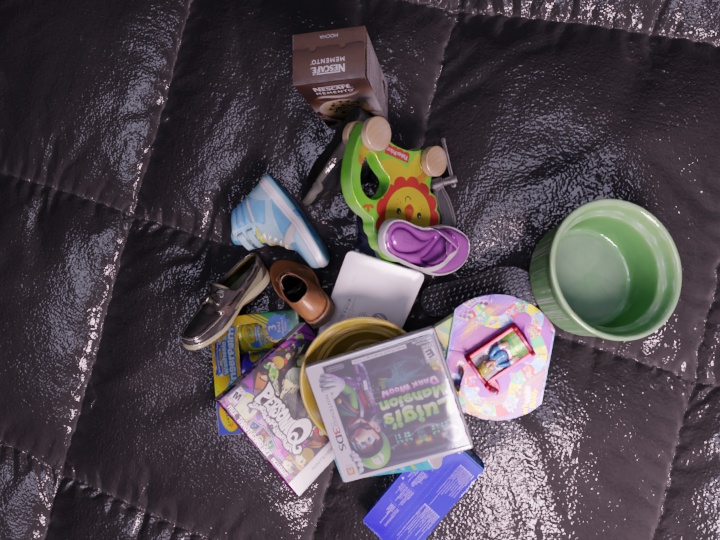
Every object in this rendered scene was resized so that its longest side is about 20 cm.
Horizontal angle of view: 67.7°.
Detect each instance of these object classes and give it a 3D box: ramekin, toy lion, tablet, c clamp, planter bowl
[{"bbox_3d":[0.350,0.004,0.790,0.198,0.098,0.202,1,81,-8],"label":"ramekin"},{"bbox_3d":[0.051,-0.113,0.831,0.068,0.199,0.193,8,84,51],"label":"toy lion"},{"bbox_3d":[0.010,0.072,0.871,0.129,0.014,0.201,17,116,-7],"label":"tablet"},{"bbox_3d":[0.079,-0.110,0.922,0.199,0.027,0.172,-20,88,9],"label":"c clamp"},{"bbox_3d":[0.011,0.164,0.830,0.199,0.083,0.202,1,96,7],"label":"planter bowl"}]

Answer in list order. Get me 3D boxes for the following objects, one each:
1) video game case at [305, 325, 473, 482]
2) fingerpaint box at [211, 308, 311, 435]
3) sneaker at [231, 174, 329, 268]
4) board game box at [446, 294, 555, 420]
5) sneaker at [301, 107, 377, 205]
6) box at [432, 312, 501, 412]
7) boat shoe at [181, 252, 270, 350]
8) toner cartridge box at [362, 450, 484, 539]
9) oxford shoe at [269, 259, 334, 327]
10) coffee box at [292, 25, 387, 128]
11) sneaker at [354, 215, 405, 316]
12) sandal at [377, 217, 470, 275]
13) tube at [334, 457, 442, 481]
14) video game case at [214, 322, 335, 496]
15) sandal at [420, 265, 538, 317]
[{"bbox_3d":[0.040,0.195,0.776,0.199,0.023,0.183,-18,93,9],"label":"video game case"},{"bbox_3d":[-0.165,0.173,0.930,0.166,0.073,0.202,-7,85,12],"label":"fingerpaint box"},{"bbox_3d":[-0.149,-0.056,0.940,0.130,0.080,0.200,-39,70,6],"label":"sneaker"},{"bbox_3d":[0.212,0.139,0.821,0.157,0.039,0.201,9,97,6],"label":"board game box"},{"bbox_3d":[-0.017,-0.169,0.916,0.114,0.076,0.199,27,122,-27],"label":"sneaker"},{"bbox_3d":[0.107,0.183,0.878,0.199,0.036,0.145,-33,90,8],"label":"box"},{"bbox_3d":[-0.232,0.045,0.905,0.071,0.066,0.201,15,48,33],"label":"boat shoe"},{"bbox_3d":[0.103,0.361,0.877,0.095,0.043,0.200,40,95,10],"label":"toner cartridge box"},{"bbox_3d":[-0.111,0.018,0.884,0.071,0.071,0.200,-49,35,-4],"label":"oxford shoe"},{"bbox_3d":[-0.026,-0.301,0.863,0.112,0.200,0.080,-2,86,12],"label":"coffee box"},{"bbox_3d":[0.000,0.000,0.895,0.108,0.070,0.201,-16,97,11],"label":"sneaker"},{"bbox_3d":[0.110,-0.033,0.830,0.050,0.202,0.083,12,96,50],"label":"sandal"},{"bbox_3d":[0.036,0.301,0.871,0.199,0.050,0.078,-19,89,33],"label":"tube"},{"bbox_3d":[-0.097,0.217,0.853,0.181,0.036,0.200,-41,101,-26],"label":"video game case"},{"bbox_3d":[0.198,0.038,0.881,0.199,0.045,0.076,-9,79,26],"label":"sandal"}]
